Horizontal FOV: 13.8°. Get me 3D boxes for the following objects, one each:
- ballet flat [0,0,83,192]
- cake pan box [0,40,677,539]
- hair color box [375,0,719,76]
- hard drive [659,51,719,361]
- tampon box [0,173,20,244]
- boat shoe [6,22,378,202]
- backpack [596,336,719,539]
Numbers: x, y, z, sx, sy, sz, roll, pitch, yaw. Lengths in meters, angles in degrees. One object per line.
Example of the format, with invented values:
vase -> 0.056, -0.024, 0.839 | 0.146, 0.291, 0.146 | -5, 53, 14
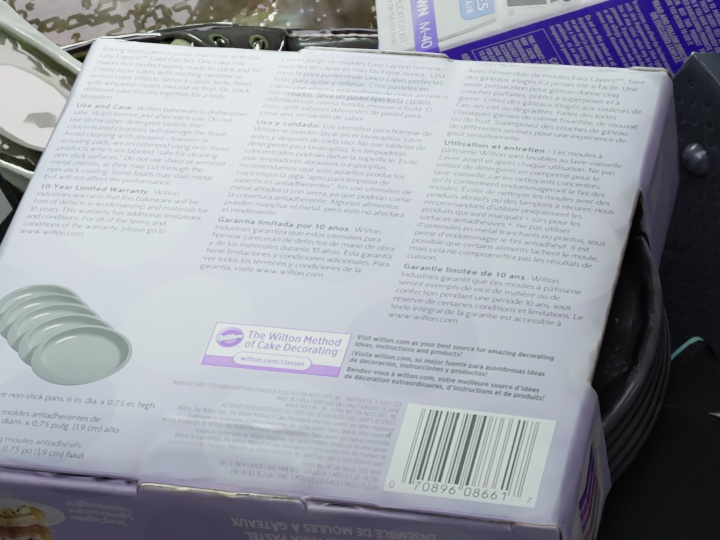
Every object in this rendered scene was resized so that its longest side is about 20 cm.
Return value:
ballet flat -> -0.148, -0.074, 1.055 | 0.200, 0.069, 0.070 | 27, 74, 15
cake pan box -> -0.010, 0.011, 0.872 | 0.199, 0.052, 0.185 | 3, 48, 14
hair color box -> 0.104, -0.125, 1.048 | 0.199, 0.065, 0.110 | -15, 54, 15
hard drive -> 0.152, 0.034, 1.006 | 0.042, 0.135, 0.200 | -21, 70, -34
tampon box -> -0.202, 0.048, 0.951 | 0.200, 0.150, 0.126 | -18, 22, 30
boat shoe -> -0.058, -0.056, 1.102 | 0.199, 0.065, 0.073 | -10, 68, 4
backpack -> 0.086, 0.145, 0.929 | 0.153, 0.200, 0.176 | 41, 62, 19
